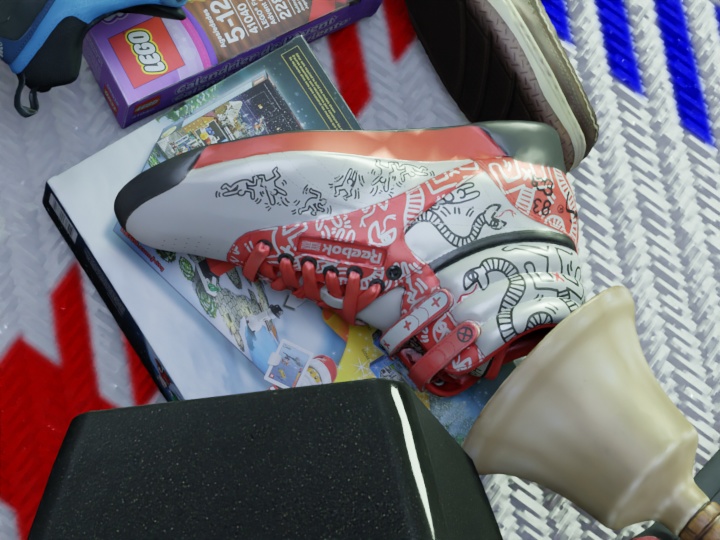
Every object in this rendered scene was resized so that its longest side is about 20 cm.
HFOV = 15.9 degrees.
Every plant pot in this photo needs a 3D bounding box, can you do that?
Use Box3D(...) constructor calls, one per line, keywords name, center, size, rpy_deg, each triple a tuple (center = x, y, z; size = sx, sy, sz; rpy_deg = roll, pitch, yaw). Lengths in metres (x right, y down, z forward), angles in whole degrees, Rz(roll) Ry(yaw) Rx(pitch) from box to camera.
Box3D(name="plant pot", center=(-0.028, 0.149, 0.999), size=(0.198, 0.200, 0.178), rpy_deg=(-7, 69, 14))

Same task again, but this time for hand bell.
Box3D(name="hand bell", center=(0.146, 0.111, 1.063), size=(0.104, 0.104, 0.200), rpy_deg=(-41, 73, -18))

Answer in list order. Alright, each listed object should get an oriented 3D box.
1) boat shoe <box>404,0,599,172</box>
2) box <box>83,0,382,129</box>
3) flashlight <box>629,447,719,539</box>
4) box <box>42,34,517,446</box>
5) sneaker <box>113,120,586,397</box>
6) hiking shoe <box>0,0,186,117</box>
Box3D(name="boat shoe", center=(0.059, -0.140, 1.183), size=(0.075, 0.075, 0.203), rpy_deg=(-29, 82, -24))
Box3D(name="box", center=(-0.093, -0.182, 1.181), size=(0.136, 0.039, 0.201), rpy_deg=(-26, 81, -15))
Box3D(name="flashlight", center=(0.160, 0.114, 1.140), size=(0.200, 0.068, 0.068), rpy_deg=(-44, 107, -23))
Box3D(name="box", center=(-0.031, 0.014, 1.141), size=(0.136, 0.038, 0.200), rpy_deg=(-31, 83, -17))
Box3D(name="sneaker", center=(0.001, 0.000, 1.094), size=(0.200, 0.067, 0.108), rpy_deg=(-6, 72, -15))
Box3D(name="hiking shoe", center=(-0.091, -0.155, 1.128), size=(0.200, 0.074, 0.087), rpy_deg=(-35, 108, -17))
